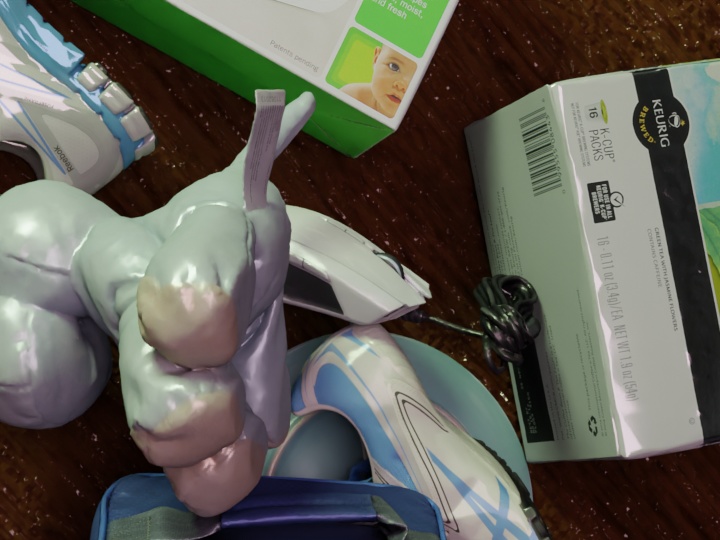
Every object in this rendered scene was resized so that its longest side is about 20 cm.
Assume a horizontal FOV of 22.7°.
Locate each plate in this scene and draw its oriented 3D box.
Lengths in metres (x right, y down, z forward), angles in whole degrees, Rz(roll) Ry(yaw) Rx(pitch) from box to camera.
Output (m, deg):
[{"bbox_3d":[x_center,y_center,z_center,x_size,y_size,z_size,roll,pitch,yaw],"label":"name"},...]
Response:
[{"bbox_3d":[0.007,0.133,0.984,0.198,0.026,0.202,2,83,-18],"label":"plate"}]

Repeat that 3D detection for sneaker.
[{"bbox_3d":[-0.201,-0.109,0.923,0.200,0.075,0.087,45,79,-8],"label":"sneaker"},{"bbox_3d":[0.041,0.115,0.954,0.072,0.072,0.200,-41,99,4],"label":"sneaker"}]

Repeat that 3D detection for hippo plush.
[{"bbox_3d":[-0.120,0.010,0.846,0.159,0.159,0.202,5,95,11],"label":"hippo plush"}]

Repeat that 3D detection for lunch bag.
[{"bbox_3d":[-0.038,0.173,0.873,0.198,0.136,0.133,2,115,-7],"label":"lunch bag"}]

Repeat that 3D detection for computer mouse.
[{"bbox_3d":[0.000,0.000,0.937,0.198,0.110,0.044,15,105,10],"label":"computer mouse"}]

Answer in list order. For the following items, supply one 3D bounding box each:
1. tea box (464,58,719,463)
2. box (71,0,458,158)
[{"bbox_3d":[0.184,-0.007,0.999,0.195,0.134,0.202,-10,87,-19],"label":"tea box"},{"bbox_3d":[-0.041,-0.189,0.970,0.199,0.097,0.177,29,78,-11],"label":"box"}]
